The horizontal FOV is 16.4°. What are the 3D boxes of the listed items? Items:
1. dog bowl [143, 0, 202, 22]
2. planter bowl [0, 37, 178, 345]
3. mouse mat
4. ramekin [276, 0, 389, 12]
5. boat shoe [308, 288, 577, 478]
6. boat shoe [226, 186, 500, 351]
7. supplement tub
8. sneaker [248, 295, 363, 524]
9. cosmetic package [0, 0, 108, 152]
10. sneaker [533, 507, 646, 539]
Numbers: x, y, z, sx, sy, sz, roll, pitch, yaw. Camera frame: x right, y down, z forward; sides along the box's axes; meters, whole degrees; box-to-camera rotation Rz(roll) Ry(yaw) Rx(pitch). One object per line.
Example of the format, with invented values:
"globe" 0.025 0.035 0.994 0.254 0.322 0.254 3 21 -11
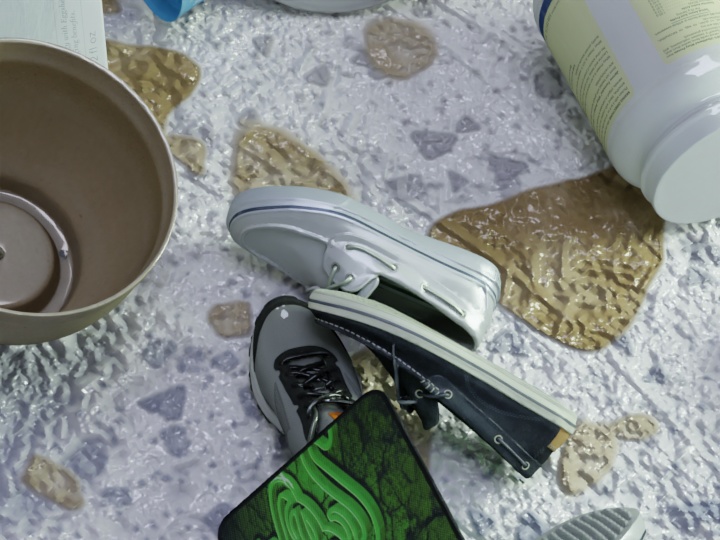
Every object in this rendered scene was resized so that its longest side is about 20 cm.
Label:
"dog bowl" -0.157 -0.284 1.844 0.049 0.111 0.201 -23 83 -21
"planter bowl" -0.233 -0.033 1.646 0.199 0.135 0.202 9 61 -17
"mouse mat" -0.001 0.195 1.545 0.008 0.161 0.201 16 38 -51
"ramekin" -0.018 -0.301 1.861 0.200 0.203 0.095 -2 43 -12
"boat shoe" 0.048 0.074 1.665 0.199 0.075 0.063 30 92 -5
"boat shoe" 0.000 0.000 1.717 0.198 0.074 0.067 15 51 -1
"supplement tub" 0.226 -0.150 1.825 0.144 0.145 0.201 -14 58 -20
"sneaker" -0.022 0.096 1.642 0.073 0.080 0.201 -10 56 -15
"cosmetic package" -0.287 -0.187 1.701 0.199 0.201 0.123 -16 36 -20
"sneaker" 0.122 0.226 1.581 0.200 0.078 0.080 -36 111 -43
